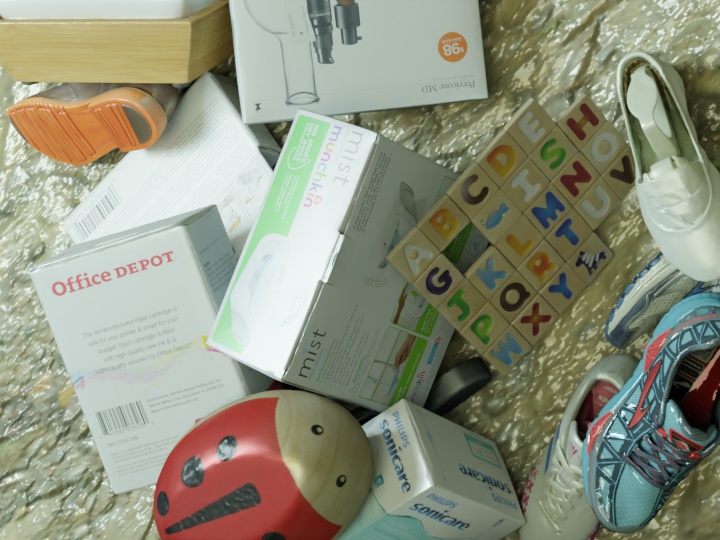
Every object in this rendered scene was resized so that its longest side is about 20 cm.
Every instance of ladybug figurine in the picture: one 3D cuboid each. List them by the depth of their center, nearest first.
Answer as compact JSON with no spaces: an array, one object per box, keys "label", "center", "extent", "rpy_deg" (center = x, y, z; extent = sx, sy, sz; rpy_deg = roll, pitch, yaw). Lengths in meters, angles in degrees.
[{"label":"ladybug figurine","center":[-0.084,0.170,1.362],"extent":[0.200,0.072,0.136],"rpy_deg":[-31,88,24]}]

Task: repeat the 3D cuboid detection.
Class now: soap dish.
[{"label":"soap dish","center":[-0.195,-0.211,1.496],"extent":[0.200,0.157,0.081],"rpy_deg":[3,113,21]}]

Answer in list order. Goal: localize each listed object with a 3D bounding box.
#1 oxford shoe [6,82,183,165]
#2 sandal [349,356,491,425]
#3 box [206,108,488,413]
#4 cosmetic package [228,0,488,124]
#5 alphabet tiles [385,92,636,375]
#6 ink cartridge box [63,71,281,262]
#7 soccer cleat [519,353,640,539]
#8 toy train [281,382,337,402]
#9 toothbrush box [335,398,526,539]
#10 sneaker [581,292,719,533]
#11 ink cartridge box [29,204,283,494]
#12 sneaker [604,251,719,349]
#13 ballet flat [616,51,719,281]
[{"label":"oxford shoe","center":[-0.230,-0.142,1.558],"extent":[0.200,0.073,0.071],"rpy_deg":[1,134,40]},{"label":"sandal","center":[0.020,0.127,1.491],"extent":[0.200,0.076,0.043],"rpy_deg":[-35,76,10]},{"label":"box","center":[0.000,0.000,1.394],"extent":[0.097,0.176,0.200],"rpy_deg":[22,91,42]},{"label":"cosmetic package","center":[-0.004,-0.202,1.433],"extent":[0.200,0.052,0.151],"rpy_deg":[-7,96,-4]},{"label":"alphabet tiles","center":[0.134,-0.035,1.389],"extent":[0.200,0.167,0.008],"rpy_deg":[-48,36,-2]},{"label":"ink cartridge box","center":[-0.145,-0.040,1.522],"extent":[0.200,0.045,0.176],"rpy_deg":[-44,63,19]},{"label":"soccer cleat","center":[0.171,0.158,1.424],"extent":[0.070,0.086,0.200],"rpy_deg":[25,104,17]},{"label":"toy train","center":[-0.101,0.100,1.527],"extent":[0.200,0.087,0.114],"rpy_deg":[-27,94,20]},{"label":"toothbrush box","center":[0.010,0.205,1.448],"extent":[0.200,0.146,0.085],"rpy_deg":[-34,54,22]},{"label":"sneaker","center":[0.226,0.114,1.322],"extent":[0.079,0.096,0.200],"rpy_deg":[21,105,-7]},{"label":"ink cartridge box","center":[-0.158,0.063,1.442],"extent":[0.147,0.086,0.200],"rpy_deg":[-15,99,19]},{"label":"sneaker","center":[0.276,0.004,1.376],"extent":[0.200,0.077,0.085],"rpy_deg":[-43,84,20]},{"label":"ballet flat","center":[0.231,-0.084,1.343],"extent":[0.069,0.069,0.200],"rpy_deg":[-25,56,21]}]
